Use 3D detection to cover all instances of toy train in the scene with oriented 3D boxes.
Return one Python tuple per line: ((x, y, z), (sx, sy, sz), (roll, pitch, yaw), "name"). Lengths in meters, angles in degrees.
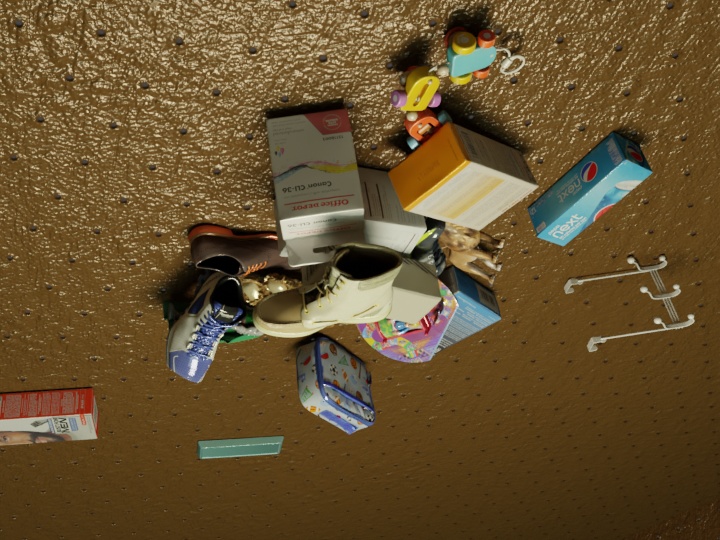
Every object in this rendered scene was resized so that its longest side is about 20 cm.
((0.116, -0.254, 1.119), (0.200, 0.056, 0.150), (-38, 150, 26), "toy train")

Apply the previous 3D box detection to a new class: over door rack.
((0.501, 0.055, 1.543), (0.200, 0.148, 0.067), (-15, 146, 4), "over door rack")

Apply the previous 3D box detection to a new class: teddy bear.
((-0.120, 0.044, 1.427), (0.200, 0.067, 0.145), (21, 149, -39), "teddy bear")

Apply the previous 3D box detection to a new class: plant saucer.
((-0.281, 0.417, 1.932), (0.200, 0.019, 0.070), (-1, 143, -14), "plant saucer")

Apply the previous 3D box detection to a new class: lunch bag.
((-0.044, 0.233, 1.628), (0.075, 0.160, 0.200), (-28, 139, 23), "lunch bag")

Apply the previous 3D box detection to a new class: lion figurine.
((0.179, -0.037, 1.400), (0.122, 0.073, 0.200), (20, 154, 15), "lion figurine")

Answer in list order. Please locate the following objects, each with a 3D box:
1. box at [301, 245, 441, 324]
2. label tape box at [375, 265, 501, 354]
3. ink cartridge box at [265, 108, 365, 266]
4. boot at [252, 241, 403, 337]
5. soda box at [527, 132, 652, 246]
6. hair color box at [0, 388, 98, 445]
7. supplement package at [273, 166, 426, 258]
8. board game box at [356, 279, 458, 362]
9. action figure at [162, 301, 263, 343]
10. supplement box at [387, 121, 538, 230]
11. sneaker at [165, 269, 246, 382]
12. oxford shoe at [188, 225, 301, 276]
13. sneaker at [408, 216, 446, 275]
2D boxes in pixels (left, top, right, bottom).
((0.017, 0.017, 1.244), (0.200, 0.068, 0.082), (14, 140, -28), "box")
((0.143, 0.087, 1.566), (0.200, 0.066, 0.143), (-31, 138, 29), "label tape box")
((-0.058, -0.113, 1.123), (0.116, 0.200, 0.068), (-9, 158, -3), "ink cartridge box")
((-0.047, 0.025, 1.106), (0.200, 0.072, 0.155), (-7, 155, -10), "boot")
((0.368, -0.128, 1.337), (0.068, 0.064, 0.200), (16, 136, -32), "soda box")
((-0.631, 0.292, 1.638), (0.200, 0.064, 0.111), (-2, 143, -11), "hair color box")
((-0.019, -0.084, 1.255), (0.200, 0.110, 0.114), (8, 141, -23), "supplement package")
((0.077, 0.090, 1.487), (0.158, 0.039, 0.200), (25, 121, 2), "board game box")
((-0.237, 0.088, 1.451), (0.200, 0.118, 0.055), (1, 134, -30), "action figure")
((0.155, -0.136, 1.227), (0.126, 0.074, 0.200), (-37, 151, 31), "supplement box")
((-0.246, 0.083, 1.331), (0.080, 0.200, 0.115), (24, 175, -25), "sneaker")
((-0.179, -0.017, 1.335), (0.200, 0.073, 0.071), (7, 139, -23), "oxford shoe")
((0.109, -0.034, 1.347), (0.081, 0.074, 0.200), (29, 157, 0), "sneaker")
